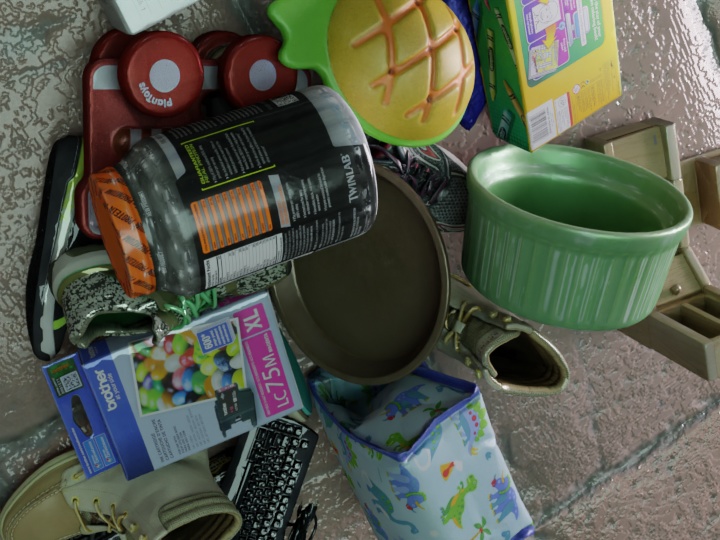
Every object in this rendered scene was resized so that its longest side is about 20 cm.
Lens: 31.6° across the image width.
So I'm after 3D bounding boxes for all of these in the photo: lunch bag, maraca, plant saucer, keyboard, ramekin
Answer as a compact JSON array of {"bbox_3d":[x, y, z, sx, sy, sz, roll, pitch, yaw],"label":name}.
[{"bbox_3d":[0.043,0.176,1.164,0.127,0.199,0.171,-36,116,-28],"label":"lunch bag"},{"bbox_3d":[0.013,-0.183,1.040,0.199,0.107,0.139,29,70,-27],"label":"maraca"},{"bbox_3d":[0.000,0.000,1.118,0.029,0.198,0.203,-18,115,-51],"label":"plant saucer"},{"bbox_3d":[-0.085,0.235,1.172,0.103,0.040,0.202,16,99,-23],"label":"keyboard"},{"bbox_3d":[0.182,-0.030,1.119,0.197,0.200,0.099,0,117,-19],"label":"ramekin"}]

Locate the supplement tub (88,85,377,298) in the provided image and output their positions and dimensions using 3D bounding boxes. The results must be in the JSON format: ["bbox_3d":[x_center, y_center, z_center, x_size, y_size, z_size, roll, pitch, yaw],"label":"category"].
[{"bbox_3d":[-0.096,-0.057,0.966,0.198,0.122,0.124,-19,111,-18],"label":"supplement tub"}]

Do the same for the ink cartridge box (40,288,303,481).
[{"bbox_3d":[-0.157,0.099,1.084,0.198,0.042,0.121,-20,115,-10],"label":"ink cartridge box"}]

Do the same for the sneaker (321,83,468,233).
[{"bbox_3d":[0.034,-0.091,1.148,0.199,0.075,0.081,31,94,-25],"label":"sneaker"}]

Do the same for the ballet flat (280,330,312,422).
[{"bbox_3d":[-0.105,0.055,1.155,0.069,0.069,0.202,-24,110,-11],"label":"ballet flat"}]

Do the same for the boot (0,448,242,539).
[{"bbox_3d":[-0.211,0.218,1.105,0.198,0.155,0.073,-27,128,-10],"label":"boot"}]

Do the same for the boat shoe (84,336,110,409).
[{"bbox_3d":[-0.188,0.039,1.115,0.071,0.065,0.202,19,101,-3],"label":"boat shoe"}]

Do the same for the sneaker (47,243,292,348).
[{"bbox_3d":[-0.150,0.025,1.024,0.197,0.089,0.077,-10,140,-4],"label":"sneaker"}]

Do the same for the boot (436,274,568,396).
[{"bbox_3d":[0.083,0.045,1.151,0.198,0.155,0.073,26,97,-22],"label":"boot"}]

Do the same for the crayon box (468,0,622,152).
[{"bbox_3d":[0.163,-0.222,1.126,0.118,0.058,0.202,-32,128,-22],"label":"crayon box"}]

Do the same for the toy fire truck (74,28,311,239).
[{"bbox_3d":[-0.137,-0.111,1.048,0.198,0.112,0.170,-3,103,-27],"label":"toy fire truck"}]

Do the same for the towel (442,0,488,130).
[{"bbox_3d":[0.089,-0.244,1.137,0.147,0.050,0.202,25,96,-23],"label":"towel"}]

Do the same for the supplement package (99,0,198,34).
[{"bbox_3d":[-0.130,-0.286,1.011,0.199,0.117,0.118,-30,111,-9],"label":"supplement package"}]

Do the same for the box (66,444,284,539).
[{"bbox_3d":[-0.160,0.299,1.207,0.198,0.050,0.200,-28,113,-11],"label":"box"}]

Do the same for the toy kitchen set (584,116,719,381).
[{"bbox_3d":[0.337,-0.038,1.211,0.161,0.180,0.202,-18,110,-14],"label":"toy kitchen set"}]

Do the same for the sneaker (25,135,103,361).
[{"bbox_3d":[-0.232,-0.016,1.079,0.082,0.072,0.203,8,102,-22],"label":"sneaker"}]
